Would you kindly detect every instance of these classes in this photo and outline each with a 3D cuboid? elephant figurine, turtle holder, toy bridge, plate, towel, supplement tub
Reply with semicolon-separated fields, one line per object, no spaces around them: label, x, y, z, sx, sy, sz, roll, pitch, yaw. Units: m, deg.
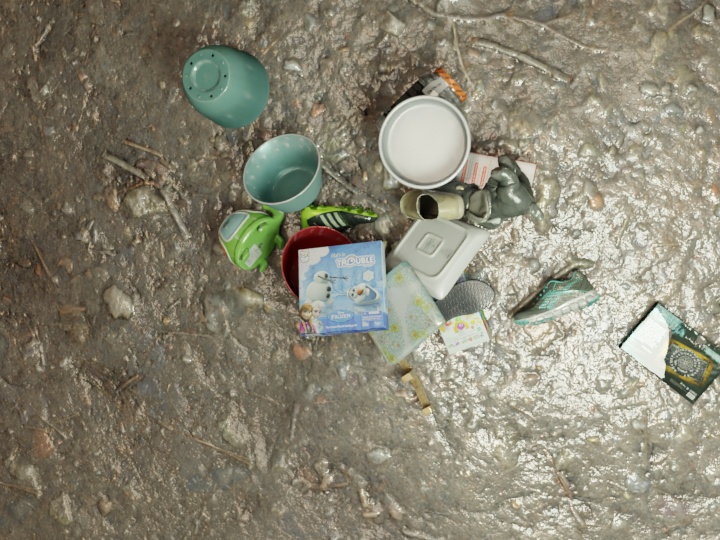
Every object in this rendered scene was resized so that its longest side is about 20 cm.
elephant figurine;0.278;-0.153;1.511;0.200;0.155;0.141;-33;121;26
turtle holder;-0.276;-0.100;1.693;0.132;0.141;0.186;32;107;27
toy bridge;0.117;0.256;1.648;0.027;0.067;0.200;-33;83;13
plate;0.166;-0.053;1.563;0.200;0.032;0.200;29;76;38
towel;0.087;0.101;1.550;0.200;0.048;0.171;-46;69;36
supplement tub;0.143;-0.370;1.583;0.200;0.123;0.123;-43;83;13

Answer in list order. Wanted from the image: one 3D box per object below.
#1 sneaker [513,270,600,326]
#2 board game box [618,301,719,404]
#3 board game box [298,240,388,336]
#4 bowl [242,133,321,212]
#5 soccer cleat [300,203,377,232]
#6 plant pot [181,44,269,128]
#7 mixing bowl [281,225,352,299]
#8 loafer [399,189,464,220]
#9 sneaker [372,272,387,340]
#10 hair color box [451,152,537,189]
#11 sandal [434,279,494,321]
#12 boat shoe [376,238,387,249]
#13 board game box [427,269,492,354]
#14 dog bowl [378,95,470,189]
sneaker;0.444;0.065;1.566;0.200;0.078;0.091;-22;72;10
board game box;0.706;0.184;1.520;0.200;0.028;0.135;39;101;10
board game box;-0.040;0.042;1.527;0.199;0.043;0.200;-6;74;14
bowl;-0.174;-0.223;1.657;0.200;0.105;0.201;-8;62;16
soccer cleat;-0.053;-0.122;1.679;0.199;0.068;0.081;4;107;18
plant pot;-0.347;-0.465;1.679;0.200;0.161;0.201;1;93;13
mixing bowl;-0.107;0.003;1.651;0.200;0.108;0.201;5;74;-18
loafer;0.148;-0.151;1.534;0.200;0.068;0.076;9;103;55
sneaker;0.062;0.077;1.652;0.078;0.070;0.201;-1;91;21
hair color box;0.303;-0.216;1.582;0.199;0.061;0.102;13;97;12
sandal;0.210;0.077;1.527;0.200;0.043;0.076;-28;85;26
boat shoe;0.000;0.001;1.592;0.066;0.072;0.201;27;67;3
board game box;0.225;0.080;1.595;0.105;0.103;0.200;-22;88;15
dog bowl;0.143;-0.280;1.492;0.200;0.079;0.201;1;97;10
